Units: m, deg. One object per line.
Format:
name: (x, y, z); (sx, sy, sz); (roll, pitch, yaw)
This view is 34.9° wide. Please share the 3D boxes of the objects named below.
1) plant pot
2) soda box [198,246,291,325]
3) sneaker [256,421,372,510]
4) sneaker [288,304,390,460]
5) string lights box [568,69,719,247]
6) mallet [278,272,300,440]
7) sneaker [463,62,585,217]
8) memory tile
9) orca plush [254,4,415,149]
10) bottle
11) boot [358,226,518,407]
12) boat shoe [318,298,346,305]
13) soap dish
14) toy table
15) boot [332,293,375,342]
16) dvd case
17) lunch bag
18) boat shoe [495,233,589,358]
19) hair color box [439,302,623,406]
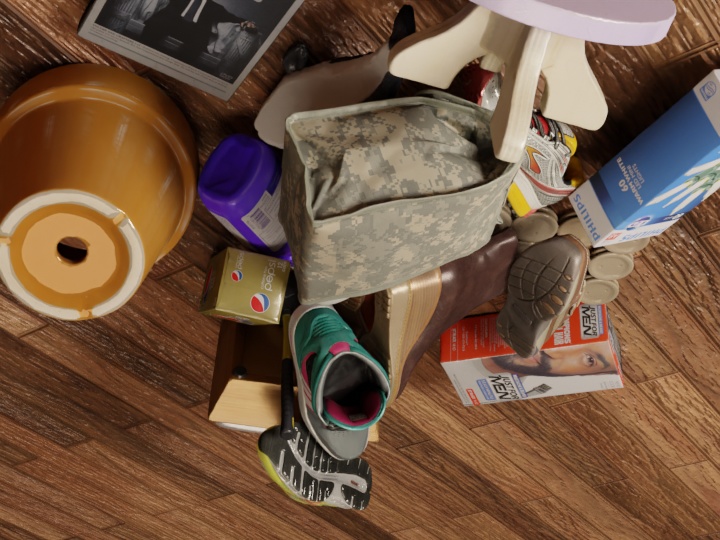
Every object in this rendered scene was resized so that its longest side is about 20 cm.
plant pot: (-0.245, -0.056, 1.018); (0.198, 0.184, 0.202); (-3, 121, -4)
soda box: (-0.125, 0.020, 1.200); (0.067, 0.065, 0.200); (13, 174, -12)
sneaker: (-0.069, 0.229, 1.301); (0.089, 0.079, 0.200); (-3, 151, 31)
sneaker: (-0.013, 0.139, 1.181); (0.083, 0.121, 0.202); (-22, 122, -12)
string lights box: (0.292, -0.101, 1.036); (0.102, 0.059, 0.200); (-11, 157, -36)
mallet: (-0.081, 0.088, 1.256); (0.041, 0.201, 0.066); (-3, 134, -1)
sneaker: (0.149, -0.128, 1.044); (0.081, 0.079, 0.200); (-19, 147, 18)
memory tile: (0.198, -0.019, 1.233); (0.198, 0.017, 0.154); (7, 145, -3)
orca plush: (-0.010, -0.169, 1.022); (0.106, 0.071, 0.200); (54, 131, 8)
bottle: (-0.090, -0.058, 1.145); (0.065, 0.084, 0.200); (23, 168, 27)
boot: (0.084, 0.053, 1.202); (0.165, 0.072, 0.201); (-19, 141, -26)
boat shoe: (0.030, -0.037, 1.094); (0.076, 0.200, 0.060); (47, 160, 10)
soap dish: (-0.072, 0.118, 1.343); (0.198, 0.158, 0.082); (8, 129, -6)
toy table: (0.127, -0.180, 0.886); (0.198, 0.185, 0.118); (20, 128, -2)
boot: (0.000, 0.000, 1.214); (0.075, 0.107, 0.201); (31, 155, 22)
dvd case: (-0.132, -0.233, 0.954); (0.149, 0.025, 0.200); (21, 142, -24)
lunch bag: (0.036, -0.066, 0.983); (0.198, 0.119, 0.164); (-11, 156, -10)
boat shoe: (0.201, 0.018, 1.215); (0.071, 0.076, 0.201); (-32, 162, -25)
hair color box: (0.203, 0.100, 1.360); (0.198, 0.064, 0.111); (-10, 142, 18)
